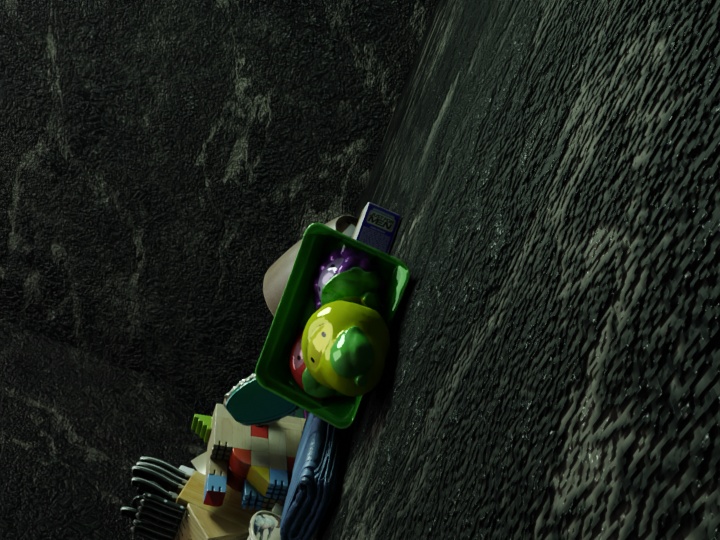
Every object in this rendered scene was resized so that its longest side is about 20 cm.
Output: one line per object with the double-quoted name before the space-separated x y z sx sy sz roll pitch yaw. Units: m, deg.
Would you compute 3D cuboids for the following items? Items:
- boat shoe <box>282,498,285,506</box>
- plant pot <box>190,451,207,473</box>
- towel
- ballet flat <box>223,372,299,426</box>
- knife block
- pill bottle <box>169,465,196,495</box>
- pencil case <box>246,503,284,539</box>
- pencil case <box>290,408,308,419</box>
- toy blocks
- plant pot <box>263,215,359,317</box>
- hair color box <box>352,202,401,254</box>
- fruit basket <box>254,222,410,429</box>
"boat shoe" -0.162 0.379 0.976 0.199 0.065 0.074 -41 18 14
"plant pot" -0.201 0.394 1.244 0.133 0.202 0.201 -32 -10 -21
"towel" -0.050 0.224 0.817 0.201 0.047 0.114 -81 12 -64
"ballet flat" -0.088 0.151 0.923 0.072 0.195 0.073 159 89 -81
"knife block" -0.210 0.316 0.910 0.175 0.197 0.065 39 110 42
"pill bottle" -0.208 0.383 1.077 0.111 0.195 0.114 -159 91 -86
"pencil case" -0.130 0.397 0.844 0.089 0.076 0.204 -43 -24 -71
"pencil case" -0.108 0.218 1.092 0.084 0.094 0.200 -29 -6 3
"toy blocks" -0.129 0.257 0.910 0.138 0.195 0.102 -104 32 -57
"plant pot" -0.057 -0.001 1.266 0.200 0.184 0.189 -47 17 39
"hair color box" 0.000 0.000 1.117 0.109 0.063 0.205 152 139 -84
"fruit basket" -0.029 0.068 0.752 0.218 0.152 0.217 -60 -15 -26
